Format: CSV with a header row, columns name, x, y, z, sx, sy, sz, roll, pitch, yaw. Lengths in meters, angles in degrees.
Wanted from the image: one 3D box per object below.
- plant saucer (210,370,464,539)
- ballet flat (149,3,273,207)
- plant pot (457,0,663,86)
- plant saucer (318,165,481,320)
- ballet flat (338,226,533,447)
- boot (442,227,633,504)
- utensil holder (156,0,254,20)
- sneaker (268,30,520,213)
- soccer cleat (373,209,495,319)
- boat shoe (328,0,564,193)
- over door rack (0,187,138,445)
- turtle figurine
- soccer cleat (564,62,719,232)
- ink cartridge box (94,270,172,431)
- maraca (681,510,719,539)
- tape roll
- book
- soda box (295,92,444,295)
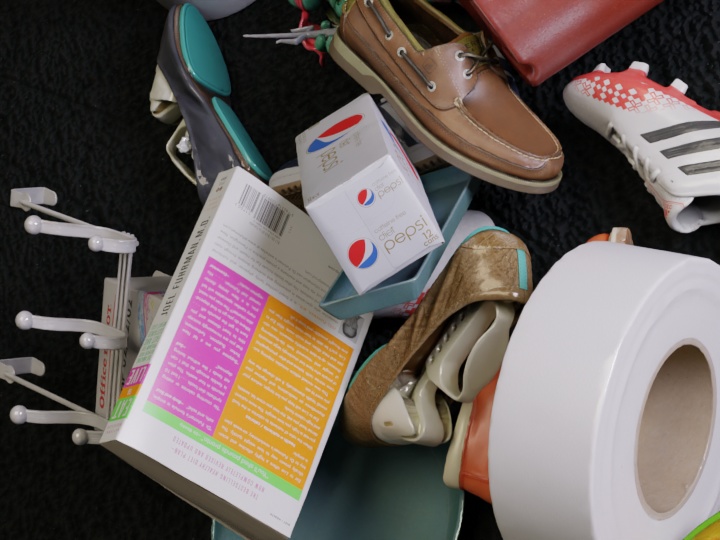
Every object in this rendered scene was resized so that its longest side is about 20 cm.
name,x,y,z,sx,sy,sz,roll,pitch,yaw
plant saucer,-0.011,0.169,1.266,0.198,0.036,0.202,-14,60,26
ballet flat,-0.130,-0.125,1.466,0.073,0.073,0.201,-34,56,14
plant pot,0.145,-0.241,1.248,0.195,0.201,0.201,-38,53,5
plant saucer,0.032,-0.022,1.226,0.069,0.019,0.200,-16,20,23
ballet flat,0.050,0.063,1.176,0.200,0.067,0.073,-53,39,30
boot,0.117,0.060,1.198,0.106,0.075,0.202,12,73,22
utensil holder,-0.160,-0.315,1.491,0.168,0.200,0.172,-14,60,26
sneaker,0.024,-0.110,1.355,0.198,0.070,0.110,-13,66,19
soccer cleat,0.000,0.000,1.309,0.198,0.085,0.069,-18,59,25
boat shoe,0.061,-0.128,1.254,0.199,0.072,0.068,37,124,21
over door rack,-0.224,0.030,1.338,0.200,0.066,0.149,23,109,58
turtle figurine,0.010,-0.228,1.406,0.198,0.101,0.151,-8,77,12
soccer cleat,0.205,-0.073,1.216,0.199,0.069,0.086,26,79,34
ink cartridge box,-0.131,0.071,1.314,0.199,0.067,0.117,17,104,55
maraca,0.244,0.184,1.050,0.137,0.107,0.200,42,86,21
tape roll,0.156,0.087,1.094,0.070,0.202,0.204,10,73,34
book,-0.071,0.053,1.195,0.048,0.133,0.201,-16,44,53
soda box,0.003,-0.054,1.203,0.063,0.068,0.200,-32,16,5
